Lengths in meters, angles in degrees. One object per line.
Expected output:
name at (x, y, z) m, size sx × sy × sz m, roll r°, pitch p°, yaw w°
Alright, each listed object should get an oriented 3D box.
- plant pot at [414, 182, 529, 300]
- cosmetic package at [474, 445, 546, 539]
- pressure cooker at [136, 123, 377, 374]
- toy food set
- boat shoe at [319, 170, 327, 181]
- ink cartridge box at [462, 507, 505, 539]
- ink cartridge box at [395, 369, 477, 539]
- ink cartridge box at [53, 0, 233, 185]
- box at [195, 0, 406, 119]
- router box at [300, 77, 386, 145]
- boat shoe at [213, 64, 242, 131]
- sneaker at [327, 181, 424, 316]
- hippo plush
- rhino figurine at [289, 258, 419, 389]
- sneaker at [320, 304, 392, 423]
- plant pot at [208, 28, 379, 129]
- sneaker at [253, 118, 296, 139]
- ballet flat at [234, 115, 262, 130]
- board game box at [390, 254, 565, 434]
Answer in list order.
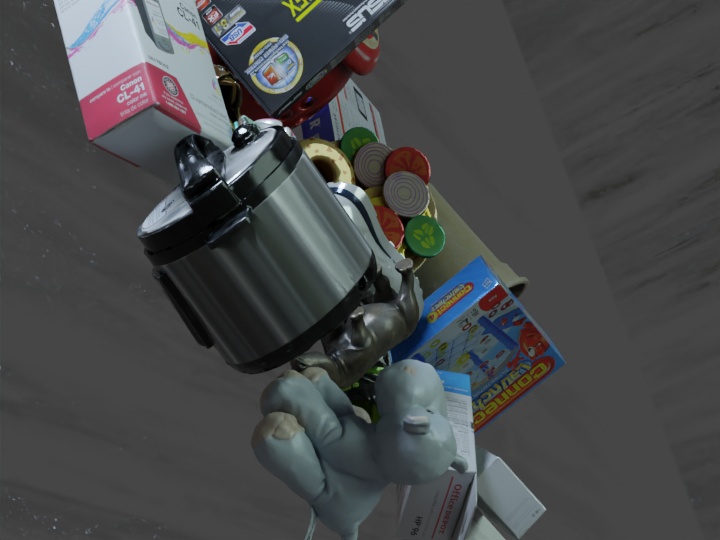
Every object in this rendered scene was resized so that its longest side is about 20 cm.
plant pot at (0.087, -0.002, 1.590) m, size 0.185 × 0.200 × 0.200 m, roll 57°, pitch 17°, yaw 13°
cosmetic package at (0.150, 0.249, 1.426) m, size 0.083 × 0.051 × 0.200 m, roll 45°, pitch -6°, yaw -3°
pressure cooker at (-0.101, -0.034, 1.100) m, size 0.201 × 0.175 × 0.179 m, roll 55°, pitch 50°, yaw -18°
toy food set at (0.006, -0.077, 1.474) m, size 0.203 × 0.195 × 0.049 m, roll 69°, pitch -23°, yaw 16°
boat shoe at (-0.029, -0.056, 1.518) m, size 0.202 × 0.071 × 0.062 m, roll 62°, pitch -24°, yaw 13°
ink cartridge box at (0.147, 0.373, 1.457) m, size 0.200 × 0.044 × 0.178 m, roll 50°, pitch 22°, yaw -35°
ink cartridge box at (0.082, 0.218, 1.360) m, size 0.201 × 0.067 × 0.117 m, roll -88°, pitch -171°, yaw -55°
ink cartridge box at (-0.209, -0.203, 1.178) m, size 0.147 × 0.085 × 0.203 m, roll 24°, pitch 46°, yaw -62°
box at (-0.073, -0.290, 1.334) m, size 0.161 × 0.199 × 0.044 m, roll 49°, pitch 1°, yaw 5°
router box at (-0.021, -0.193, 1.716) m, size 0.179 × 0.048 × 0.202 m, roll 44°, pitch 28°, yaw -45°
boat shoe at (-0.157, -0.186, 1.315) m, size 0.072 × 0.067 × 0.203 m, roll 29°, pitch 38°, yaw -55°
sneaker at (0.000, 0.000, 1.362) m, size 0.201 × 0.076 × 0.081 m, roll 54°, pitch 46°, yaw -28°
hippo plush at (0.003, 0.157, 1.144) m, size 0.159 × 0.159 × 0.202 m, roll 38°, pitch 37°, yaw -38°
rhino figurine at (-0.008, 0.074, 1.289) m, size 0.200 × 0.059 × 0.088 m, roll -41°, pitch 130°, yaw -32°
sneaker at (0.000, 0.120, 1.346) m, size 0.083 × 0.070 × 0.203 m, roll 26°, pitch 45°, yaw -70°
plant pot at (-0.086, -0.279, 1.459) m, size 0.201 × 0.180 × 0.202 m, roll 51°, pitch 25°, yaw -35°
sneaker at (-0.088, -0.065, 1.349) m, size 0.088 × 0.073 × 0.202 m, roll -60°, pitch 144°, yaw -35°
ballet flat at (-0.084, -0.071, 1.251) m, size 0.075 × 0.073 × 0.202 m, roll -90°, pitch 176°, yaw -53°
board game box at (0.121, 0.109, 1.477) m, size 0.196 × 0.199 × 0.056 m, roll 44°, pitch 10°, yaw -44°
